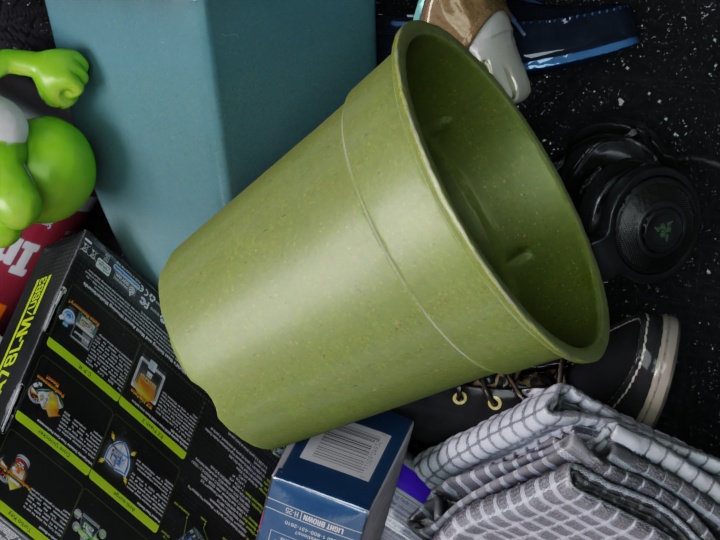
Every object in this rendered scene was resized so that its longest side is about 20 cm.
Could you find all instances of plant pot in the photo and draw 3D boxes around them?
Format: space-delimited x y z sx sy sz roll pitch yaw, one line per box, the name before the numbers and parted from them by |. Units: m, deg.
plant pot | -0.078 -0.082 1.428 0.141 0.141 0.201 11 114 44
plant pot | 0.000 0.000 1.300 0.189 0.200 0.201 -29 90 20

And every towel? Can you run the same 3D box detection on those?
towel | 0.140 0.153 1.369 0.199 0.165 0.086 27 59 -21

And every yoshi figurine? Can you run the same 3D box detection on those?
yoshi figurine | -0.211 -0.100 1.392 0.111 0.113 0.201 -17 66 -15

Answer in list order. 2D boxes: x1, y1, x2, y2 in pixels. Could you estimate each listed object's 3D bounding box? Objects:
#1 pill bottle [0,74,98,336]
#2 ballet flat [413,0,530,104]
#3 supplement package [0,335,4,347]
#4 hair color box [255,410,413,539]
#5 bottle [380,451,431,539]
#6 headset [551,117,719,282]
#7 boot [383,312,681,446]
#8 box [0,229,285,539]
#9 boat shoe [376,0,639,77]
pill bottle | -0.239 -0.016 1.496 0.113 0.113 0.201 31 100 6
ballet flat | 0.054 -0.090 1.388 0.072 0.068 0.201 30 115 23
supplement package | -0.201 0.136 1.441 0.113 0.110 0.200 -21 134 38
hair color box | -0.030 0.179 1.400 0.060 0.100 0.201 19 121 8
bottle | 0.071 0.175 1.474 0.200 0.084 0.065 33 83 -3
headset | 0.151 -0.055 1.411 0.199 0.124 0.094 -21 116 3
boot | 0.081 0.061 1.400 0.150 0.200 0.073 21 62 -13
box | -0.134 0.111 1.405 0.047 0.194 0.200 -18 131 40
boat shoe | 0.063 -0.144 1.447 0.199 0.084 0.069 -8 91 9
